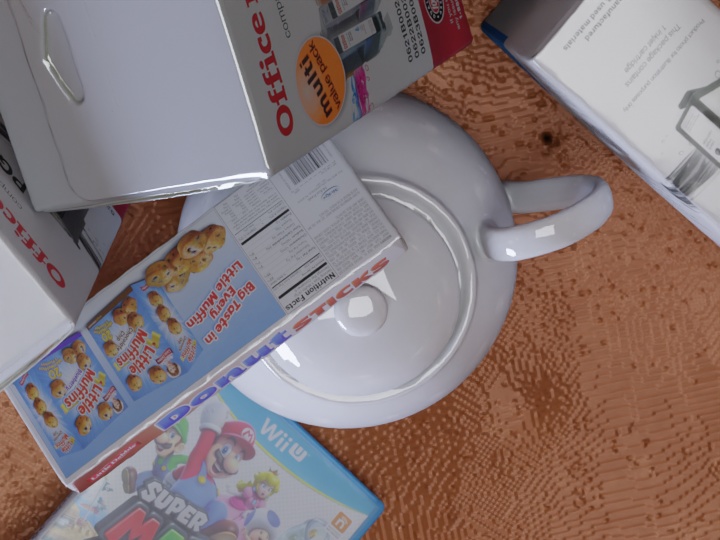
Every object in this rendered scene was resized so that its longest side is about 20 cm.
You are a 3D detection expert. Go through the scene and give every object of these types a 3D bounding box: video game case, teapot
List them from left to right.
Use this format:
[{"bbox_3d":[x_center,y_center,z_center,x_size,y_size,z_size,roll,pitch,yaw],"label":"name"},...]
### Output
[{"bbox_3d":[-0.100,0.161,1.067,0.143,0.018,0.200,43,79,-14],"label":"video game case"},{"bbox_3d":[0.000,0.000,1.000,0.197,0.146,0.201,25,100,-12],"label":"teapot"}]

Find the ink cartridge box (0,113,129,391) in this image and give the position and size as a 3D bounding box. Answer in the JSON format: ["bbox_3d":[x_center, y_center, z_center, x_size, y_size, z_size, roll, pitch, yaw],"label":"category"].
[{"bbox_3d":[-0.196,-0.037,0.939,0.083,0.200,0.145,-35,106,12],"label":"ink cartridge box"}]

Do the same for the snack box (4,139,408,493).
[{"bbox_3d":[-0.077,0.019,0.928,0.200,0.024,0.072,-37,72,1],"label":"snack box"}]

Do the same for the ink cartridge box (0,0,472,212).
[{"bbox_3d":[-0.067,-0.133,0.909,0.144,0.200,0.146,-6,110,34],"label":"ink cartridge box"}]

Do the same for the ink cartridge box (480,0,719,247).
[{"bbox_3d":[0.170,-0.083,0.994,0.200,0.146,0.084,39,96,-14],"label":"ink cartridge box"}]
